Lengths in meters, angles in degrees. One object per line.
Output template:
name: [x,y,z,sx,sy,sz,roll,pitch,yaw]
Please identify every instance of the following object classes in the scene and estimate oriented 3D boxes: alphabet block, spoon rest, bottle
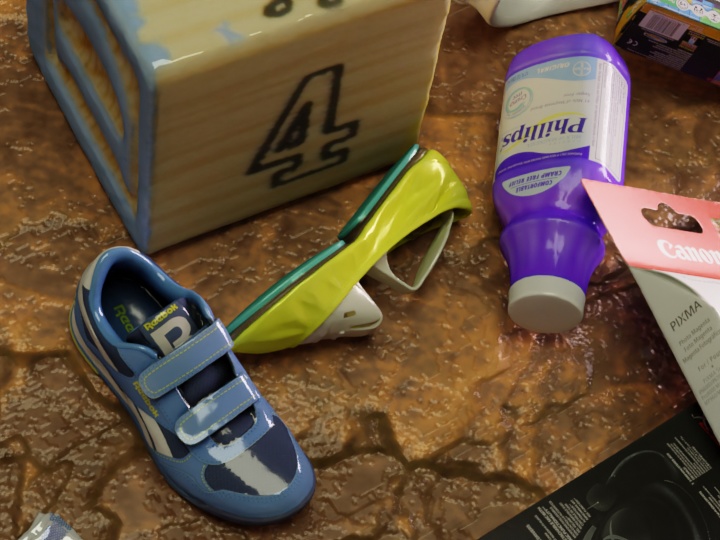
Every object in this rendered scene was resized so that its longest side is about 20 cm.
alphabet block: [-0.083,-0.160,1.280,0.200,0.196,0.195,-22,65,-20]
spoon rest: [0.143,-0.217,1.433,0.200,0.061,0.099,-26,65,-36]
bottle: [0.126,-0.056,1.309,0.083,0.065,0.200,-12,52,31]

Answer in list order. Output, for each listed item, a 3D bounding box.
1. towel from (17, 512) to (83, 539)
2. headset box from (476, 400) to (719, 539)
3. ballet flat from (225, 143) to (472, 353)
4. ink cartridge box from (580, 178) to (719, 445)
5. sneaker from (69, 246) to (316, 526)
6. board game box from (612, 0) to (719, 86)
towel: [-0.146,0.239,1.126,0.200,0.024,0.147,36,62,14]
headset box: [0.159,0.189,1.164,0.200,0.077,0.149,-30,66,-22]
ballet flat: [0.000,0.000,1.273,0.067,0.067,0.200,47,60,-3]
ink cartridge box: [0.237,0.020,1.249,0.162,0.057,0.200,7,54,-45]
sneaker: [-0.103,0.066,1.204,0.074,0.082,0.200,-36,71,-26]
board game box: [0.282,-0.197,1.408,0.200,0.057,0.165,20,56,-10]
